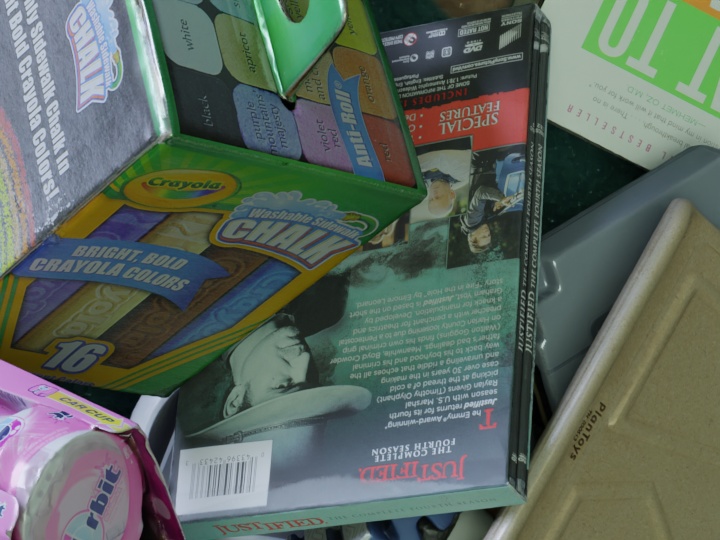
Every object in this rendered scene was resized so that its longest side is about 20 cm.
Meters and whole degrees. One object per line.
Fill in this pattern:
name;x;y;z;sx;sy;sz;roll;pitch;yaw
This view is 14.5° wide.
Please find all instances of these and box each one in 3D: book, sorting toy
book;0.151;-0.135;1.143;0.133;0.048;0.201;25;93;-13
sorting toy;0.127;0.095;1.092;0.200;0.036;0.186;39;76;-38

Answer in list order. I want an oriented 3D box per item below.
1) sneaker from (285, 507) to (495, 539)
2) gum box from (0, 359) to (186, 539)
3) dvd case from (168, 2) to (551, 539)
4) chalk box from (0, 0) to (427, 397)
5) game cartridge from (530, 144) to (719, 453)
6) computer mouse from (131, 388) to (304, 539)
sneaker;-0.002;0.160;1.098;0.115;0.081;0.199;38;112;-19
gum box;-0.108;0.121;0.981;0.066;0.113;0.201;-41;130;-30
dvd case;0.000;0.000;1.071;0.145;0.022;0.201;-9;60;25
chalk box;-0.067;-0.060;1.005;0.200;0.123;0.125;-35;57;35
game cartridge;0.128;0.059;1.124;0.133;0.040;0.201;-28;114;-24
computer mouse;0.000;0.085;1.146;0.199;0.044;0.110;22;99;-13
